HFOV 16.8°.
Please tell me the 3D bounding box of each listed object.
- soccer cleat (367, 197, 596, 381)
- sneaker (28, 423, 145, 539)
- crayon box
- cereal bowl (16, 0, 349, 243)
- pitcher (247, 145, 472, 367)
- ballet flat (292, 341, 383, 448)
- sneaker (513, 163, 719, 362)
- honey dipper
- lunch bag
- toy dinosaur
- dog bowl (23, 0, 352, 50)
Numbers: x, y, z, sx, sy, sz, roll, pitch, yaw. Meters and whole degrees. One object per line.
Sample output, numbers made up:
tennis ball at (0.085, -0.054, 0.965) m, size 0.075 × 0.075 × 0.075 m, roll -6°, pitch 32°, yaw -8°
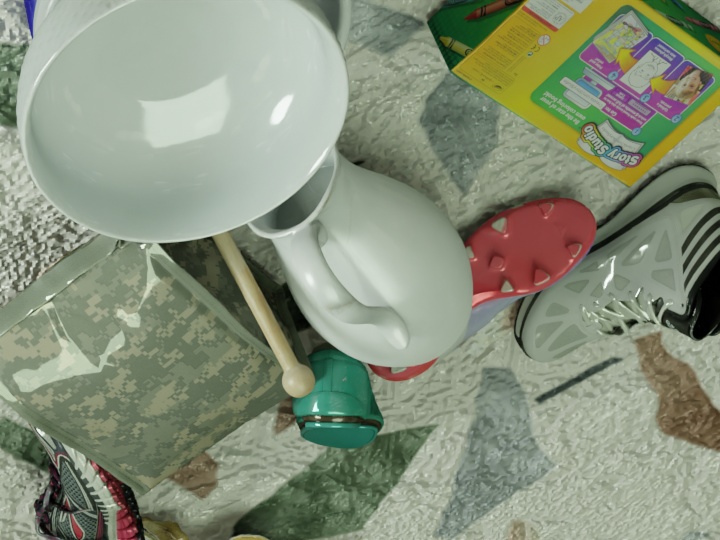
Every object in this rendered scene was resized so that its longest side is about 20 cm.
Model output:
soccer cleat at (0.087, 0.013, 1.804) m, size 0.200 × 0.067 × 0.076 m, roll -37°, pitch 174°, yaw 3°
sneaker at (-0.213, 0.167, 1.813) m, size 0.074 × 0.081 × 0.201 m, roll -17°, pitch 136°, yaw -2°
crayon box at (0.157, -0.150, 1.665) m, size 0.119 × 0.058 × 0.199 m, roll -43°, pitch 132°, yaw 21°
cereal bowl at (-0.112, -0.116, 1.462) m, size 0.199 × 0.084 × 0.201 m, roll -12°, pitch 136°, yaw -11°
pitcher at (0.000, 0.000, 1.667) m, size 0.121 × 0.172 × 0.200 m, roll -30°, pitch 135°, yaw 15°
ballet flat at (-0.015, 0.090, 1.807) m, size 0.067 × 0.071 × 0.200 m, roll 3°, pitch 171°, yaw 2°
sneaker at (0.201, 0.022, 1.807) m, size 0.075 × 0.116 × 0.200 m, roll 27°, pitch 118°, yaw -38°
honey dipper at (-0.085, -0.004, 1.640) m, size 0.038 × 0.038 × 0.201 m, roll -26°, pitch 94°, yaw 5°
lunch bag at (-0.158, 0.042, 1.687) m, size 0.164 × 0.118 × 0.200 m, roll -34°, pitch 140°, yaw 14°
toy dinosaur at (-0.093, 0.247, 1.953) m, size 0.199 × 0.058 × 0.101 m, roll 12°, pitch 126°, yaw -30°
dog bowl at (-0.110, -0.170, 1.528) m, size 0.199 × 0.079 × 0.201 m, roll -11°, pitch 135°, yaw -11°
